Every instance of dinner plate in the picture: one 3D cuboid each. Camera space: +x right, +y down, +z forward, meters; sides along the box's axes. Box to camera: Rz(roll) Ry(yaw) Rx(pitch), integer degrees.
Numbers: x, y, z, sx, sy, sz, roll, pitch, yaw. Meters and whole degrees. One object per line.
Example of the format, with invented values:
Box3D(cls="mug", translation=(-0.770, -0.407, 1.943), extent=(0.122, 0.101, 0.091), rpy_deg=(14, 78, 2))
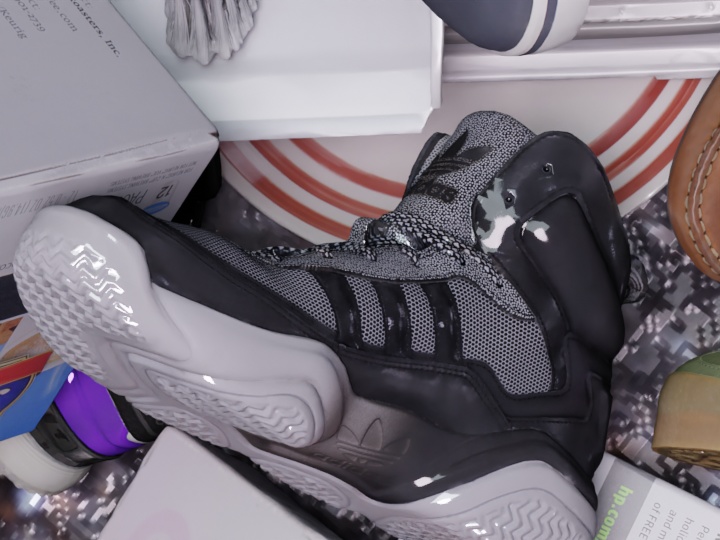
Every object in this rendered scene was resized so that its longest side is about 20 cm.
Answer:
Box3D(cls="dinner plate", translation=(0.031, -0.097, 0.904), extent=(0.199, 0.024, 0.201), rpy_deg=(-2, 80, 14))

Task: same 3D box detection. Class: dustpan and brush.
Box3D(cls="dustpan and brush", translation=(-0.044, -0.142, 0.841), extent=(0.139, 0.057, 0.201), rpy_deg=(-1, 73, 11))

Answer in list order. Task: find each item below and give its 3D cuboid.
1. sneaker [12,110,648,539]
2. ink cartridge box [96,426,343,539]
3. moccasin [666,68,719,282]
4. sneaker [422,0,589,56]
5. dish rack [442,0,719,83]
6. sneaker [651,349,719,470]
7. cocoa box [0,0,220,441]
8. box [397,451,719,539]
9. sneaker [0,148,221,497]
Box3D(cls="sneaker", translation=(0.000, 0.000, 0.784), extent=(0.075, 0.200, 0.114), rpy_deg=(4, 69, 52))
Box3D(cls="ink cartridge box", translation=(-0.029, 0.159, 0.814), extent=(0.200, 0.057, 0.163), rpy_deg=(34, 93, 49))
Box3D(cls="moccasin", translation=(0.177, -0.061, 0.825), extent=(0.201, 0.078, 0.074), rpy_deg=(-29, 116, -4))
Box3D(cls="sneaker", translation=(-0.016, -0.134, 0.753), extent=(0.079, 0.079, 0.201), rpy_deg=(-20, 69, -24))
Box3D(cls="dish rack", translation=(0.042, -0.144, 0.876), extent=(0.199, 0.044, 0.173), rpy_deg=(-1, 81, 14))
Box3D(cls="sneaker", translation=(0.187, 0.023, 0.826), extent=(0.199, 0.067, 0.090), rpy_deg=(7, 81, 9))
Box3D(cls="cocoa box", translation=(-0.165, -0.051, 0.800), extent=(0.200, 0.133, 0.131), rpy_deg=(50, 127, 19))
Box3D(cls="box", translation=(0.088, 0.148, 0.838), extent=(0.199, 0.041, 0.156), rpy_deg=(25, 87, 17))
Box3D(cls="sneaker", translation=(-0.092, -0.041, 0.888), extent=(0.099, 0.069, 0.201), rpy_deg=(-25, 84, 27))
